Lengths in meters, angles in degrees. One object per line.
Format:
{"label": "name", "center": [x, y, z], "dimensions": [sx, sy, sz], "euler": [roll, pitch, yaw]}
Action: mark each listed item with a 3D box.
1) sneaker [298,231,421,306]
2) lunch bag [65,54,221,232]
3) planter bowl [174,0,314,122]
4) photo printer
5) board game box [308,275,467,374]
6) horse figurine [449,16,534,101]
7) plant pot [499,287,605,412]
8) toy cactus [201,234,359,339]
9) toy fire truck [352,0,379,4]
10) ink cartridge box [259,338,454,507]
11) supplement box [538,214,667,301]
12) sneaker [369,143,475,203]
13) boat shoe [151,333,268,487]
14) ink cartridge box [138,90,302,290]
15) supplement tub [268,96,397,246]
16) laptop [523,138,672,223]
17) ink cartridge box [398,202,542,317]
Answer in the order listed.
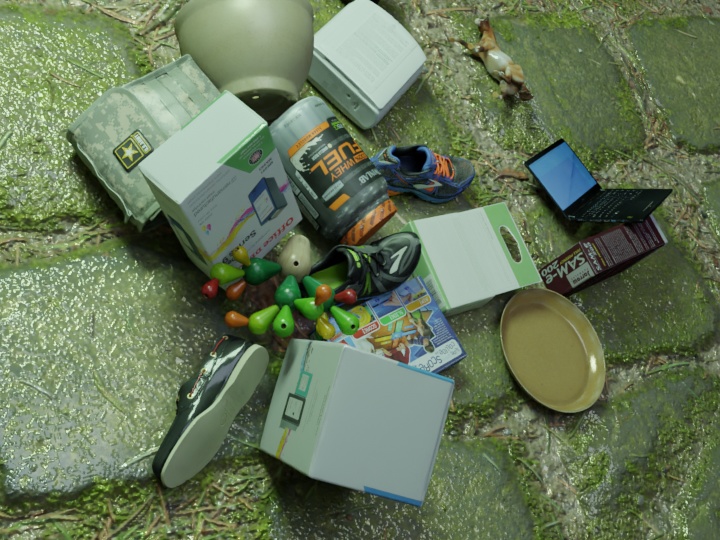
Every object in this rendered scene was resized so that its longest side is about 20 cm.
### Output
{"label": "sneaker", "center": [0.000, 0.000, 1.302], "dimensions": [0.197, 0.083, 0.072], "euler": [-22, 73, -17]}
{"label": "lunch bag", "center": [-0.258, -0.160, 1.248], "dimensions": [0.199, 0.118, 0.165], "euler": [-36, 82, -34]}
{"label": "planter bowl", "center": [-0.153, -0.286, 1.337], "dimensions": [0.197, 0.200, 0.138], "euler": [-1, 73, -31]}
{"label": "photo printer", "center": [0.009, -0.339, 1.535], "dimensions": [0.166, 0.069, 0.201], "euler": [41, 50, -4]}
{"label": "board game box", "center": [0.041, 0.103, 1.330], "dimensions": [0.198, 0.034, 0.137], "euler": [-23, 77, -37]}
{"label": "horse figurine", "center": [0.239, -0.361, 1.690], "dimensions": [0.201, 0.050, 0.132], "euler": [53, 33, 15]}
{"label": "plant pot", "center": [0.290, 0.124, 1.474], "dimensions": [0.197, 0.027, 0.204], "euler": [14, 58, -23]}
{"label": "toy cactus", "center": [-0.090, 0.011, 1.196], "dimensions": [0.196, 0.103, 0.167], "euler": [12, 40, -4]}
{"label": "toy fire truck", "center": [0.041, -0.560, 1.593], "dimensions": [0.127, 0.200, 0.179], "euler": [18, 56, -20]}
{"label": "ink cartridge box", "center": [-0.010, 0.172, 1.132], "dimensions": [0.144, 0.199, 0.149], "euler": [19, 82, -20]}
{"label": "supplement box", "center": [0.395, -0.022, 1.566], "dimensions": [0.198, 0.109, 0.062], "euler": [-20, 76, -38]}
{"label": "sneaker", "center": [0.100, -0.153, 1.481], "dimensions": [0.197, 0.078, 0.077], "euler": [-3, 66, -32]}
{"label": "boat shoe", "center": [-0.187, 0.165, 1.147], "dimensions": [0.062, 0.074, 0.203], "euler": [18, 58, 24]}
{"label": "ink cartridge box", "center": [-0.165, -0.092, 1.184], "dimensions": [0.087, 0.201, 0.145], "euler": [38, 72, 26]}
{"label": "supplement tub", "center": [-0.044, -0.132, 1.354], "dimensions": [0.201, 0.123, 0.122], "euler": [50, 51, 3]}
{"label": "laptop", "center": [0.404, -0.156, 1.626], "dimensions": [0.177, 0.197, 0.105], "euler": [-33, 119, -50]}
{"label": "ink cartridge box", "center": [0.166, -0.018, 1.465], "dimensions": [0.197, 0.048, 0.148], "euler": [-12, 71, -35]}
